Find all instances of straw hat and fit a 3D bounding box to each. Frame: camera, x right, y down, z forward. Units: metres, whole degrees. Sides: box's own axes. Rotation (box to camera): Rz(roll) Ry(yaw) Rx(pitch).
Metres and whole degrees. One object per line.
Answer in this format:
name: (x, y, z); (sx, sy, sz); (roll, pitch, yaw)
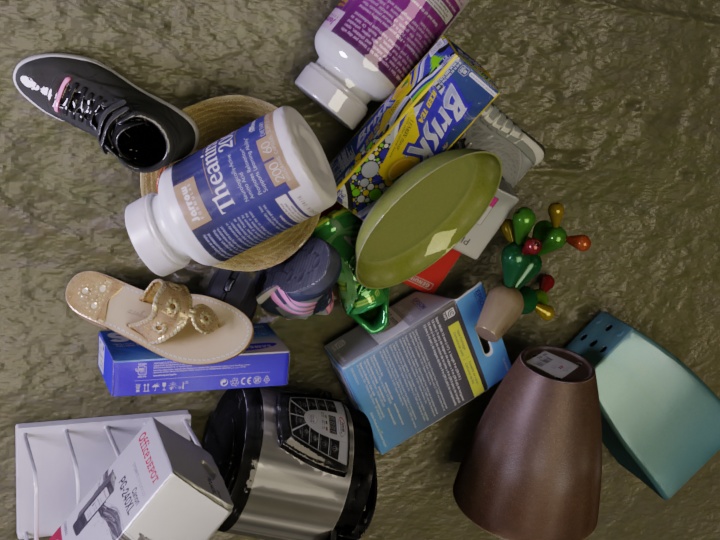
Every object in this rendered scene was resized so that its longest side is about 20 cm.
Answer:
straw hat: (-0.131, -0.102, 1.342); (0.199, 0.085, 0.203); (2, 105, 7)

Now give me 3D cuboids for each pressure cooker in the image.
pressure cooker: (-0.072, 0.227, 1.432); (0.198, 0.178, 0.178); (16, 91, -21)

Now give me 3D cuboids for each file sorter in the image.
file sorter: (-0.278, 0.252, 1.388); (0.198, 0.124, 0.140); (-2, 109, -21)

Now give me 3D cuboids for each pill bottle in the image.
pill bottle: (0.021, -0.255, 1.335); (0.112, 0.112, 0.201); (38, 91, -28)
pill bottle: (-0.133, -0.074, 1.246); (0.199, 0.111, 0.111); (-26, 118, 13)

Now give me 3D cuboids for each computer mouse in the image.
computer mouse: (-0.133, -0.008, 1.366); (0.058, 0.034, 0.202); (13, 77, 13)

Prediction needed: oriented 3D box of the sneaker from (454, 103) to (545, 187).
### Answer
sneaker: (0.119, -0.144, 1.437); (0.199, 0.075, 0.116); (33, 96, -29)

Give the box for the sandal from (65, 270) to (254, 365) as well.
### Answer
sandal: (-0.220, 0.043, 1.306); (0.210, 0.070, 0.078); (15, 74, 10)

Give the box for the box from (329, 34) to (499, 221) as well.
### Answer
box: (0.051, -0.145, 1.307); (0.070, 0.064, 0.200); (35, 109, -26)

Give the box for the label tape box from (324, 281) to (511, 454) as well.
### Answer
label tape box: (0.073, 0.109, 1.508); (0.199, 0.066, 0.144); (-31, 122, -13)

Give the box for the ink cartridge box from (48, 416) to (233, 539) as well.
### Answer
ink cartridge box: (-0.233, 0.267, 1.259); (0.083, 0.145, 0.200); (39, 91, -24)

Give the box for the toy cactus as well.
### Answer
toy cactus: (0.195, 0.015, 1.465); (0.166, 0.102, 0.200); (-57, 163, -21)

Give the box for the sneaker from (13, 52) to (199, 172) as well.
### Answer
sneaker: (-0.260, -0.160, 1.238); (0.199, 0.099, 0.071); (24, 105, -5)

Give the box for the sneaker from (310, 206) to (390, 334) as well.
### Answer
sneaker: (0.000, 0.000, 1.397); (0.074, 0.084, 0.201); (-29, 143, -3)

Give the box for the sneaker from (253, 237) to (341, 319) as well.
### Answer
sneaker: (-0.052, 0.015, 1.356); (0.082, 0.200, 0.071); (28, 74, -20)

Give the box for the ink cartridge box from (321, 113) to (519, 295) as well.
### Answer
ink cartridge box: (0.053, -0.062, 1.421); (0.199, 0.044, 0.174); (24, 114, -22)

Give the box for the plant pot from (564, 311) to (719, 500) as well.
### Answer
plant pot: (0.359, 0.160, 1.607); (0.141, 0.141, 0.200); (-43, 111, -3)

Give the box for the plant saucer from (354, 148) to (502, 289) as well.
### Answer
plant saucer: (0.066, -0.061, 1.328); (0.199, 0.031, 0.201); (-34, 156, -17)

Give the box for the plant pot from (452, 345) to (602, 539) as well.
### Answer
plant pot: (0.221, 0.202, 1.522); (0.185, 0.187, 0.202); (-1, 115, -21)

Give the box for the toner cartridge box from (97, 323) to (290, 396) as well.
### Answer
toner cartridge box: (-0.187, 0.098, 1.386); (0.198, 0.095, 0.044); (-2, 109, -22)
